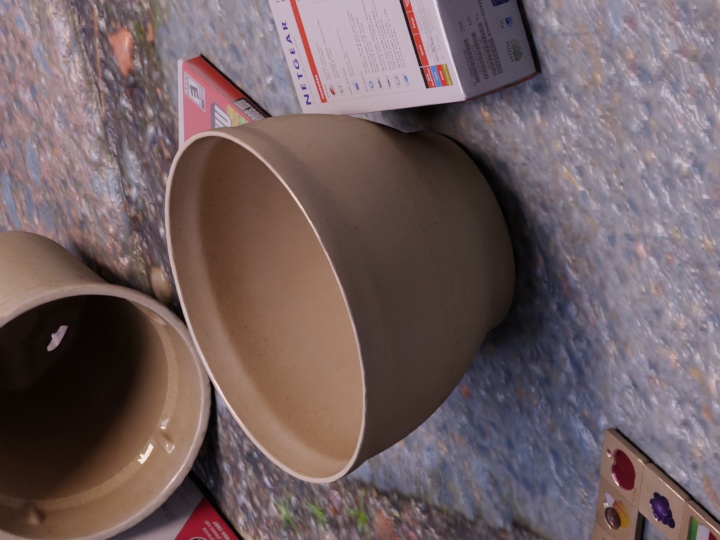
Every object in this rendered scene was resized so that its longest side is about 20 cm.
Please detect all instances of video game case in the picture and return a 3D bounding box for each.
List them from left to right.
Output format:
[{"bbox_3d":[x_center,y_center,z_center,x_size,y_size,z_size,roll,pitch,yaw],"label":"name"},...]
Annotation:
[{"bbox_3d":[-0.056,-0.030,1.652,0.200,0.017,0.144,42,142,40],"label":"video game case"}]

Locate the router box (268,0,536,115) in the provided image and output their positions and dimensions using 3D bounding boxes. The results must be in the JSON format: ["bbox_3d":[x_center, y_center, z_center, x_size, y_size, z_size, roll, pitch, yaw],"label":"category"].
[{"bbox_3d":[0.002,-0.187,1.402,0.179,0.049,0.201,1,110,61],"label":"router box"}]

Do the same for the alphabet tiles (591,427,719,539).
[{"bbox_3d":[0.176,0.206,1.415,0.167,0.008,0.201,43,144,39],"label":"alphabet tiles"}]

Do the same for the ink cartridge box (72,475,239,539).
[{"bbox_3d":[-0.194,0.229,1.881,0.145,0.199,0.084,47,149,33],"label":"ink cartridge box"}]

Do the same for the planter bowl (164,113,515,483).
[{"bbox_3d":[0.000,0.000,1.446,0.200,0.134,0.201,40,141,43],"label":"planter bowl"}]

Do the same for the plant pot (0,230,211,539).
[{"bbox_3d":[-0.229,0.066,1.874,0.184,0.199,0.202,-134,33,-56],"label":"plant pot"}]
